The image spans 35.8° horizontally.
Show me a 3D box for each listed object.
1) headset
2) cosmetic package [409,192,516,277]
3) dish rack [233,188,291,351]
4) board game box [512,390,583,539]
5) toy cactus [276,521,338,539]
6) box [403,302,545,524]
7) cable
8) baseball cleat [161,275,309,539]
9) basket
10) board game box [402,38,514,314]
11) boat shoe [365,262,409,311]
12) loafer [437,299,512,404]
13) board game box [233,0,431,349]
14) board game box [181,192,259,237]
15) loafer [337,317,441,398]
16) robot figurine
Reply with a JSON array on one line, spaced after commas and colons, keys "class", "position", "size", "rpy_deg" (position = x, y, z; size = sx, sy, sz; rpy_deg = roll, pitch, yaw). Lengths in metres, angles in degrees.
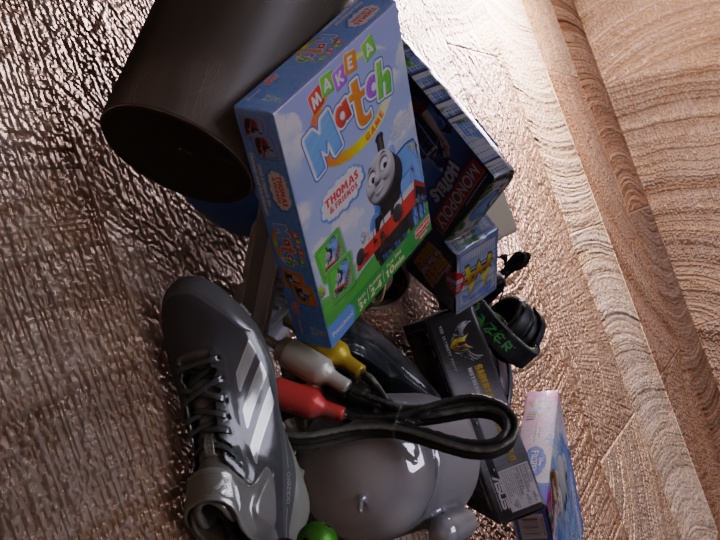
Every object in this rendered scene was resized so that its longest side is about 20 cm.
[{"class": "headset", "position": [0.147, 0.028, 1.165], "size": [0.124, 0.094, 0.200], "rpy_deg": [48, 11, -4]}, {"class": "cosmetic package", "position": [0.093, -0.047, 1.223], "size": [0.200, 0.103, 0.073], "rpy_deg": [-21, 91, -65]}, {"class": "dish rack", "position": [-0.048, -0.042, 0.905], "size": [0.200, 0.043, 0.172], "rpy_deg": [-50, 156, -64]}, {"class": "board game box", "position": [0.211, 0.271, 1.235], "size": [0.199, 0.043, 0.200], "rpy_deg": [-69, 148, -58]}, {"class": "toy cactus", "position": [-0.026, 0.260, 0.738], "size": [0.165, 0.102, 0.200], "rpy_deg": [-126, -161, -87]}, {"class": "box", "position": [0.105, 0.136, 1.079], "size": [0.158, 0.048, 0.200], "rpy_deg": [130, -59, -82]}, {"class": "cable", "position": [0.010, 0.098, 0.797], "size": [0.050, 0.200, 0.097], "rpy_deg": [84, 29, -48]}, {"class": "baseball cleat", "position": [-0.090, 0.103, 0.740], "size": [0.200, 0.070, 0.106], "rpy_deg": [66, 23, -6]}, {"class": "basket", "position": [-0.089, -0.159, 0.784], "size": [0.136, 0.180, 0.200], "rpy_deg": [26, 67, -8]}, {"class": "board game box", "position": [0.063, -0.073, 0.991], "size": [0.062, 0.200, 0.200], "rpy_deg": [-30, 76, -34]}, {"class": "boat shoe", "position": [0.000, 0.000, 0.939], "size": [0.200, 0.059, 0.072], "rpy_deg": [29, 82, -79]}, {"class": "loafer", "position": [0.115, 0.081, 1.229], "size": [0.063, 0.072, 0.200], "rpy_deg": [29, 35, -30]}, {"class": "board game box", "position": [-0.011, -0.067, 0.787], "size": [0.151, 0.037, 0.200], "rpy_deg": [-49, 141, -37]}, {"class": "board game box", "position": [-0.118, -0.116, 0.897], "size": [0.158, 0.039, 0.200], "rpy_deg": [57, 36, -22]}, {"class": "loafer", "position": [0.025, 0.096, 0.999], "size": [0.200, 0.073, 0.072], "rpy_deg": [48, 26, -42]}, {"class": "robot figurine", "position": [0.024, 0.155, 0.889], "size": [0.170, 0.113, 0.200], "rpy_deg": [38, 11, 25]}]
